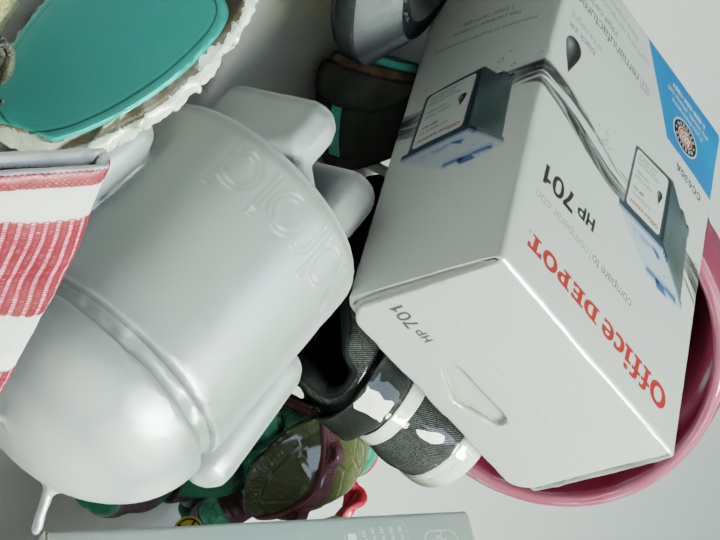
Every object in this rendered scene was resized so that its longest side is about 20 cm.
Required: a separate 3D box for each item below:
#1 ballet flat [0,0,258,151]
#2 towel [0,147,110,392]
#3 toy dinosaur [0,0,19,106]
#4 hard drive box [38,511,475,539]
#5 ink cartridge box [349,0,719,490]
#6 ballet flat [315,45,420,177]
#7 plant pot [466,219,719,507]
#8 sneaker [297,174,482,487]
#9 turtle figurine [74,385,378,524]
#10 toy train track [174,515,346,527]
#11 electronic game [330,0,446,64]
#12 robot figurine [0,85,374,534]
[{"bbox_3d":[-0.062,-0.107,0.724,0.200,0.072,0.072,-51,154,-18],"label":"ballet flat"},{"bbox_3d":[-0.174,0.039,0.620,0.144,0.023,0.200,-8,143,-43],"label":"towel"},{"bbox_3d":[-0.155,-0.040,0.620,0.201,0.047,0.088,-59,-169,-1],"label":"toy dinosaur"},{"bbox_3d":[-0.059,0.179,0.840,0.199,0.077,0.156,1,146,-26],"label":"hard drive box"},{"bbox_3d":[0.086,-0.026,0.857,0.146,0.086,0.201,47,41,-33],"label":"ink cartridge box"},{"bbox_3d":[0.040,-0.077,0.955,0.199,0.068,0.069,-4,111,-51],"label":"ballet flat"},{"bbox_3d":[0.130,0.010,1.100,0.179,0.199,0.201,-46,156,-63],"label":"plant pot"},{"bbox_3d":[0.000,0.000,0.893,0.073,0.201,0.112,-38,128,20],"label":"sneaker"},{"bbox_3d":[-0.049,0.077,0.925,0.200,0.100,0.150,10,106,-57],"label":"turtle figurine"},{"bbox_3d":[-0.095,0.142,0.871,0.199,0.033,0.115,-15,150,-4],"label":"toy train track"},{"bbox_3d":[0.035,-0.185,0.820,0.200,0.041,0.201,23,90,-81],"label":"electronic game"},{"bbox_3d":[-0.081,0.012,0.763,0.200,0.113,0.170,-50,127,-22],"label":"robot figurine"}]
